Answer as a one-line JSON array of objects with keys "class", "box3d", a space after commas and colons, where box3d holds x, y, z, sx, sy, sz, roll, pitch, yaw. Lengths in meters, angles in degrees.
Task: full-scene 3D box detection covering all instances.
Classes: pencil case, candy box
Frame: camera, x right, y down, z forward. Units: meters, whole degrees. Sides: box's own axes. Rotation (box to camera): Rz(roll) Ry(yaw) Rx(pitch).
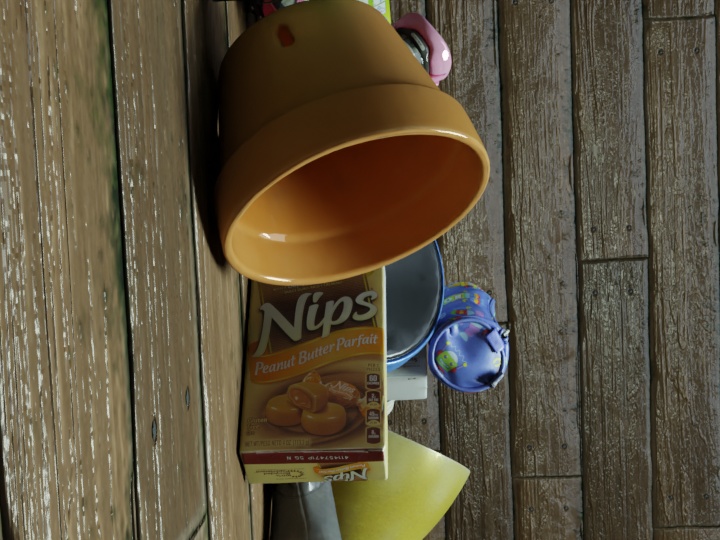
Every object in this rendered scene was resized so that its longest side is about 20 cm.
[{"class": "pencil case", "box3d": [0.111, 0.066, 1.273, 0.200, 0.086, 0.079, -80, 146, -80]}, {"class": "candy box", "box3d": [-0.035, 0.073, 1.005, 0.056, 0.113, 0.202, 85, 4, -53]}]

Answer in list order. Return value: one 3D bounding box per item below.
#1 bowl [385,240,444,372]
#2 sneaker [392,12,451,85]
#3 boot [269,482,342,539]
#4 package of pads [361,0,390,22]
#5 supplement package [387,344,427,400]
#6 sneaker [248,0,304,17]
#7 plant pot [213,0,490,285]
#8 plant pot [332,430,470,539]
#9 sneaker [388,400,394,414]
[{"class": "bowl", "box3d": [0.000, 0.000, 1.166, 0.039, 0.199, 0.204, -20, -114, 50]}, {"class": "sneaker", "box3d": [0.003, -0.147, 1.095, 0.095, 0.079, 0.200, -40, 172, -33]}, {"class": "boot", "box3d": [-0.059, 0.178, 1.073, 0.201, 0.069, 0.133, -106, -173, -53]}, {"class": "package of pads", "box3d": [-0.028, -0.333, 1.402, 0.156, 0.067, 0.201, 83, -15, -51]}, {"class": "supplement package", "box3d": [-0.004, 0.030, 1.314, 0.152, 0.148, 0.203, 79, 9, -75]}, {"class": "sneaker", "box3d": [-0.071, -0.255, 1.095, 0.075, 0.080, 0.200, -56, -169, 3]}, {"class": "plant pot", "box3d": [-0.020, -0.099, 0.883, 0.201, 0.197, 0.142, 81, -9, -66]}, {"class": "plant pot", "box3d": [0.015, 0.270, 1.465, 0.200, 0.198, 0.144, 75, 37, -77]}, {"class": "sneaker", "box3d": [-0.019, 0.094, 1.441, 0.080, 0.073, 0.201, 94, -27, -55]}]
